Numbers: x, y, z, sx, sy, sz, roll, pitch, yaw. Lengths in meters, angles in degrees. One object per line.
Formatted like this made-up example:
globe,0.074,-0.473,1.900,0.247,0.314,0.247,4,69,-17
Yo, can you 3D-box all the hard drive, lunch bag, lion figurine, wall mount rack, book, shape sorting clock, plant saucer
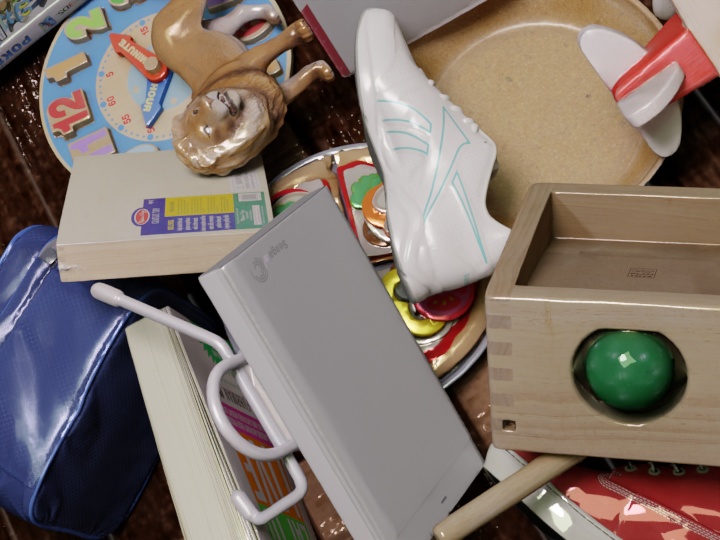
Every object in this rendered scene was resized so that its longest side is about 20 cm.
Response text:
hard drive,-0.005,0.062,0.924,0.026,0.132,0.200,-24,100,33
lunch bag,-0.201,0.065,1.066,0.132,0.136,0.200,24,81,24
lion figurine,-0.100,-0.145,1.098,0.122,0.073,0.200,-33,42,-6
wall mount rack,-0.061,0.054,0.957,0.075,0.200,0.174,-36,82,32
book,-0.078,0.132,1.004,0.048,0.134,0.200,-28,67,11
shape sorting clock,-0.147,-0.145,1.170,0.200,0.039,0.200,-6,71,17
plant saucer,0.115,-0.108,1.059,0.200,0.035,0.201,-5,67,11

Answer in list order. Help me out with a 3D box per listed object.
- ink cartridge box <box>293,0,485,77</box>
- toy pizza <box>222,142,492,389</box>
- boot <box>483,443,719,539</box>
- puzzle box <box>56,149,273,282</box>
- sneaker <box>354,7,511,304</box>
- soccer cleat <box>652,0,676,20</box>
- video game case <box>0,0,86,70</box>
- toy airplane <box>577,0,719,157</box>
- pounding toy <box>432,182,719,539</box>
ink cartridge box,-0.008,-0.270,1.081,0.144,0.145,0.200,-29,50,8
toy pizza,0.000,0.000,1.058,0.200,0.032,0.201,-4,67,9
boot,0.186,0.124,0.953,0.200,0.072,0.144,32,83,19
puzzle box,-0.126,-0.041,1.028,0.133,0.200,0.025,-4,110,-5
sneaker,0.044,-0.079,1.011,0.080,0.070,0.201,-14,72,1
soccer cleat,0.254,-0.249,1.048,0.077,0.069,0.200,24,76,19
video game case,-0.312,-0.234,1.252,0.182,0.022,0.200,-38,56,4
toy airplane,0.234,-0.153,0.954,0.200,0.141,0.200,4,98,-19
pounding toy,0.148,0.054,0.917,0.184,0.200,0.142,3,118,16
